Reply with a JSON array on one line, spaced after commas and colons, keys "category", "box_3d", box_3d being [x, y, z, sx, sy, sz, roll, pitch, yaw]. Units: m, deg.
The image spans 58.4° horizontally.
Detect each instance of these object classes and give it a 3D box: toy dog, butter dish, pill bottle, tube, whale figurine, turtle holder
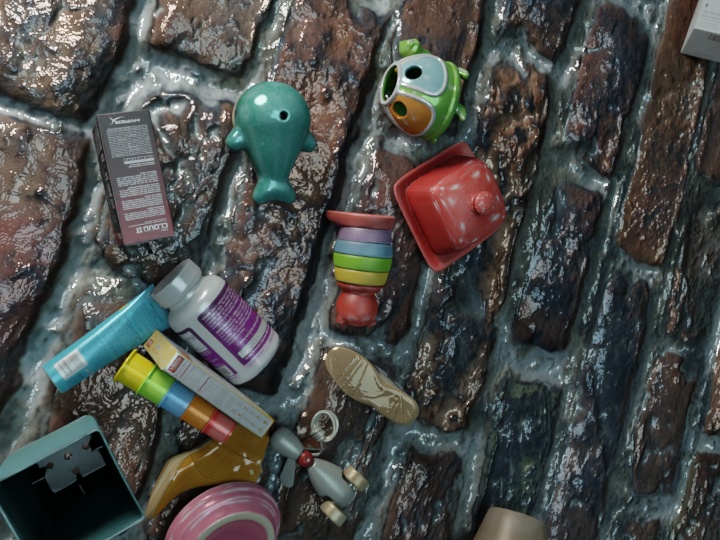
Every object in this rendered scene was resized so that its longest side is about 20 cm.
[{"category": "toy dog", "box_3d": [-0.077, 0.352, 1.148, 0.131, 0.096, 0.201, -27, 89, -19]}, {"category": "butter dish", "box_3d": [0.195, -0.123, 1.206, 0.199, 0.148, 0.200, -33, 105, -20]}, {"category": "pill bottle", "box_3d": [-0.233, 0.080, 1.032, 0.112, 0.112, 0.200, -47, 111, -16]}, {"category": "tube", "box_3d": [-0.388, 0.108, 0.998, 0.200, 0.050, 0.078, -37, 122, -24]}, {"category": "whale figurine", "box_3d": [-0.141, -0.211, 1.065, 0.158, 0.104, 0.202, -2, 94, -26]}, {"category": "turtle holder", "box_3d": [0.111, -0.334, 1.159, 0.131, 0.141, 0.187, 14, 88, -24]}]

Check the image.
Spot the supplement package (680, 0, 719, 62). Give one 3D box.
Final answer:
[{"category": "supplement package", "box_3d": [0.838, -0.604, 1.486, 0.113, 0.110, 0.201, 19, 82, 14]}]

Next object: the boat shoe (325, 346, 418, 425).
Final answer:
[{"category": "boat shoe", "box_3d": [0.018, 0.210, 1.186, 0.199, 0.065, 0.072, 35, 87, -4]}]

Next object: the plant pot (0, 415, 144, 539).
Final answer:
[{"category": "plant pot", "box_3d": [-0.412, 0.293, 0.908, 0.141, 0.200, 0.142, -27, 103, -22]}]

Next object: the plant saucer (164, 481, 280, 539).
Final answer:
[{"category": "plant saucer", "box_3d": [-0.219, 0.447, 1.060, 0.199, 0.051, 0.202, -13, 116, -28]}]

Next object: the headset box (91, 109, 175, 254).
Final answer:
[{"category": "headset box", "box_3d": [-0.336, -0.122, 0.952, 0.077, 0.149, 0.201, -14, 98, -23]}]

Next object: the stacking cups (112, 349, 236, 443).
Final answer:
[{"category": "stacking cups", "box_3d": [-0.285, 0.200, 1.013, 0.199, 0.060, 0.061, 33, 79, -7]}]

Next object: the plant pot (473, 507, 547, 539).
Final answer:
[{"category": "plant pot", "box_3d": [0.297, 0.578, 1.283, 0.199, 0.200, 0.174, 31, 64, -23]}]

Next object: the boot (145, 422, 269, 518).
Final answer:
[{"category": "boot", "box_3d": [-0.245, 0.338, 1.061, 0.144, 0.071, 0.202, 35, 73, -20]}]

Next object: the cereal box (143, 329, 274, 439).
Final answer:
[{"category": "cereal box", "box_3d": [-0.239, 0.177, 1.006, 0.200, 0.144, 0.040, 43, 76, -26]}]

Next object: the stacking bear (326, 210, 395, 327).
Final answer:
[{"category": "stacking bear", "box_3d": [0.000, 0.000, 1.146, 0.121, 0.114, 0.202, 3, 96, -25]}]
